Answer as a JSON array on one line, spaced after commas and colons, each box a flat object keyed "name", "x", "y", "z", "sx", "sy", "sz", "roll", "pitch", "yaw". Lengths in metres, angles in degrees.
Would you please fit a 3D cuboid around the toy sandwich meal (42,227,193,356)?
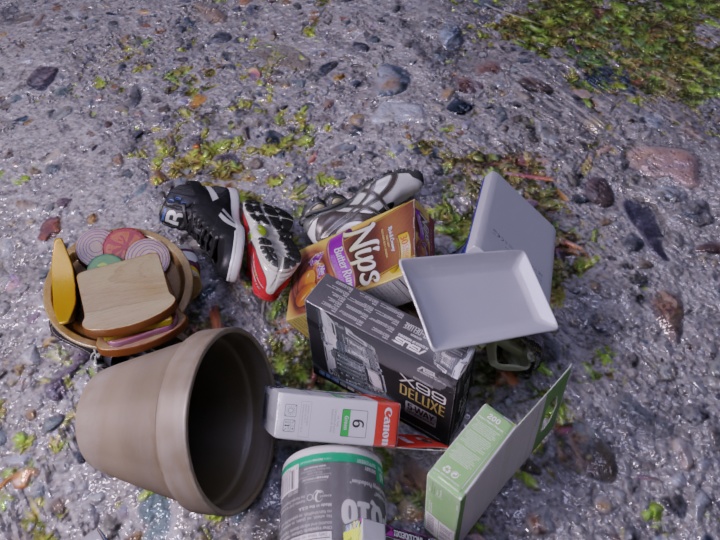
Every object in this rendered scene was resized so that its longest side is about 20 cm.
[{"name": "toy sandwich meal", "x": -0.301, "y": 0.014, "z": 0.931, "sx": 0.203, "sy": 0.071, "sz": 0.207, "roll": 3, "pitch": 54, "yaw": -4}]

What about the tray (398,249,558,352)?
[{"name": "tray", "x": 0.131, "y": 0.033, "z": 0.837, "sx": 0.199, "sy": 0.022, "sz": 0.108, "roll": -5, "pitch": 64, "yaw": -36}]

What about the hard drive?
[{"name": "hard drive", "x": 0.202, "y": -0.037, "z": 0.990, "sx": 0.132, "sy": 0.025, "sz": 0.201, "roll": 41, "pitch": 35, "yaw": -12}]

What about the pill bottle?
[{"name": "pill bottle", "x": -0.027, "y": 0.292, "z": 0.767, "sx": 0.112, "sy": 0.114, "sz": 0.201, "roll": -3, "pitch": 53, "yaw": 0}]

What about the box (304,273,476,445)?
[{"name": "box", "x": 0.033, "y": 0.106, "z": 0.881, "sx": 0.199, "sy": 0.158, "sz": 0.050, "roll": 26, "pitch": 57, "yaw": 20}]

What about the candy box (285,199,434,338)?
[{"name": "candy box", "x": 0.000, "y": 0.000, "z": 0.967, "sx": 0.199, "sy": 0.056, "sz": 0.117, "roll": -21, "pitch": 46, "yaw": 27}]

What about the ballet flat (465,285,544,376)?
[{"name": "ballet flat", "x": 0.153, "y": 0.075, "z": 0.902, "sx": 0.200, "sy": 0.072, "sz": 0.073, "roll": 32, "pitch": 44, "yaw": -31}]

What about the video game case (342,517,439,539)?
[{"name": "video game case", "x": 0.067, "y": 0.345, "z": 0.699, "sx": 0.199, "sy": 0.036, "sz": 0.183, "roll": 26, "pitch": 48, "yaw": -28}]

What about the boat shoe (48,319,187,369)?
[{"name": "boat shoe", "x": -0.312, "y": 0.093, "z": 0.951, "sx": 0.198, "sy": 0.073, "sz": 0.063, "roll": 14, "pitch": 36, "yaw": 7}]

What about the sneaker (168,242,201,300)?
[{"name": "sneaker", "x": -0.319, "y": 0.014, "z": 1.025, "sx": 0.198, "sy": 0.075, "sz": 0.090, "roll": -10, "pitch": 44, "yaw": -14}]

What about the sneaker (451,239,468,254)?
[{"name": "sneaker", "x": 0.154, "y": 0.001, "z": 0.983, "sx": 0.082, "sy": 0.074, "sz": 0.200, "roll": 50, "pitch": 43, "yaw": 3}]

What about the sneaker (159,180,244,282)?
[{"name": "sneaker", "x": -0.223, "y": -0.054, "z": 1.040, "sx": 0.111, "sy": 0.074, "sz": 0.201, "roll": 8, "pitch": 32, "yaw": -18}]

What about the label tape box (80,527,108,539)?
[{"name": "label tape box", "x": -0.302, "y": 0.352, "z": 0.708, "sx": 0.199, "sy": 0.145, "sz": 0.063, "roll": -34, "pitch": 58, "yaw": -22}]

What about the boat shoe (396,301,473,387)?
[{"name": "boat shoe", "x": 0.067, "y": 0.084, "z": 0.957, "sx": 0.073, "sy": 0.076, "sz": 0.200, "roll": -30, "pitch": 50, "yaw": -11}]

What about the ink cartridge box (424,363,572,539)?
[{"name": "ink cartridge box", "x": 0.148, "y": 0.193, "z": 0.816, "sx": 0.048, "sy": 0.146, "sz": 0.200, "roll": 32, "pitch": 59, "yaw": 26}]

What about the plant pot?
[{"name": "plant pot", "x": -0.211, "y": 0.166, "z": 0.841, "sx": 0.172, "sy": 0.201, "sz": 0.201, "roll": -4, "pitch": 50, "yaw": 21}]

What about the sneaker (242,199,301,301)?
[{"name": "sneaker", "x": -0.137, "y": -0.031, "z": 1.047, "sx": 0.076, "sy": 0.085, "sz": 0.201, "roll": 16, "pitch": 28, "yaw": -20}]

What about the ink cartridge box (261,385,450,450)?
[{"name": "ink cartridge box", "x": -0.005, "y": 0.163, "z": 0.834, "sx": 0.198, "sy": 0.109, "sz": 0.051, "roll": 7, "pitch": 84, "yaw": -14}]

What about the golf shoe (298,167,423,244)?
[{"name": "golf shoe", "x": 0.013, "y": -0.080, "z": 1.091, "sx": 0.199, "sy": 0.078, "sz": 0.095, "roll": -23, "pitch": 72, "yaw": -13}]
